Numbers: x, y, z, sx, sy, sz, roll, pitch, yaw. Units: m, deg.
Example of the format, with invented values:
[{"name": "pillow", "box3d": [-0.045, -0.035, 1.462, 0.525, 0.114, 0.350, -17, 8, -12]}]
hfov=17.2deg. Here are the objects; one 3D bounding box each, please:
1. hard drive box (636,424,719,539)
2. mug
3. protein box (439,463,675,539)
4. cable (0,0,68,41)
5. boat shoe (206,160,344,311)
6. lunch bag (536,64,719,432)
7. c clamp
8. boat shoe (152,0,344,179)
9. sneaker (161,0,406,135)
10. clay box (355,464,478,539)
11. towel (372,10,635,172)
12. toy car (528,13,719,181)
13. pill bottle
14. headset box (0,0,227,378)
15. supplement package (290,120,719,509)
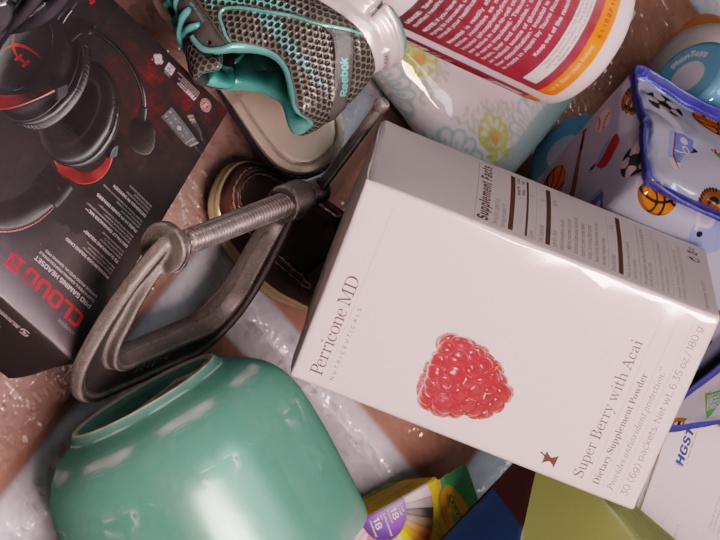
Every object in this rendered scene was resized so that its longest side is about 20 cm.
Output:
[{"name": "hard drive box", "box3d": [0.219, 0.197, 1.519, 0.200, 0.077, 0.157, 39, 60, -26]}, {"name": "mug", "box3d": [-0.089, 0.113, 1.264, 0.151, 0.185, 0.115, -30, 98, -5]}, {"name": "protein box", "box3d": [0.154, 0.233, 1.308, 0.135, 0.199, 0.200, -46, 124, 6]}, {"name": "cable", "box3d": [-0.208, -0.184, 1.201, 0.164, 0.200, 0.051, 59, 16, 26]}, {"name": "boat shoe", "box3d": [0.000, 0.000, 1.390, 0.200, 0.072, 0.072, 41, 58, -23]}, {"name": "lunch bag", "box3d": [0.201, 0.003, 1.419, 0.199, 0.170, 0.124, 24, 41, -22]}, {"name": "c clamp", "box3d": [-0.079, -0.008, 1.271, 0.027, 0.171, 0.200, 40, 34, 14]}, {"name": "boat shoe", "box3d": [-0.074, -0.142, 1.381, 0.072, 0.063, 0.201, -29, 86, -5]}, {"name": "sneaker", "box3d": [-0.077, -0.145, 1.294, 0.199, 0.078, 0.091, 30, 68, 14]}, {"name": "clay box", "box3d": [0.000, 0.200, 1.365, 0.199, 0.047, 0.116, -24, 99, -40]}, {"name": "towel", "box3d": [0.075, -0.168, 1.502, 0.171, 0.048, 0.200, 49, 56, -16]}, {"name": "toy car", "box3d": [0.217, -0.089, 1.554, 0.184, 0.176, 0.201, 44, 29, -32]}, {"name": "pill bottle", "box3d": [0.055, -0.182, 1.391, 0.199, 0.113, 0.114, 21, 68, -31]}, {"name": "headset box", "box3d": [-0.182, -0.052, 1.258, 0.149, 0.075, 0.201, 44, 58, -24]}, {"name": "supplement package", "box3d": [0.077, 0.022, 1.286, 0.199, 0.120, 0.122, 21, 109, -2]}]
